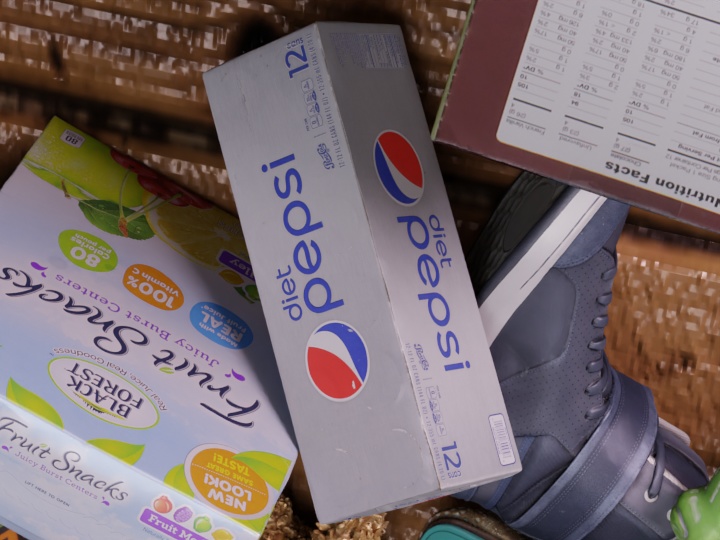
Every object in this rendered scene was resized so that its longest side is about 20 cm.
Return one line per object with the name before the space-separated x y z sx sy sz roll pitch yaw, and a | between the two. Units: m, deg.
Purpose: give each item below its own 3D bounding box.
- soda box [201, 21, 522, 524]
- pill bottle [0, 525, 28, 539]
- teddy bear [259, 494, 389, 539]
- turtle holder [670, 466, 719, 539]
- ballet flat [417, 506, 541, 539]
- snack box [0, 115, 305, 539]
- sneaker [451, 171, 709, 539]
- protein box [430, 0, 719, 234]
soda box | 0.000 0.000 1.083 0.068 0.063 0.200 -21 82 36
pill bottle | -0.182 0.112 1.209 0.106 0.106 0.200 -4 129 17
teddy bear | -0.037 0.151 1.252 0.200 0.067 0.145 17 119 13
turtle holder | 0.213 0.148 1.053 0.185 0.141 0.132 20 125 2
ballet flat | 0.116 0.163 1.177 0.200 0.065 0.071 34 114 26
snack box | -0.102 0.039 1.112 0.169 0.200 0.068 29 124 -4
sneaker | 0.109 0.035 1.130 0.146 0.077 0.202 29 118 -9
protein box | 0.132 -0.151 0.935 0.135 0.199 0.200 19 123 4
